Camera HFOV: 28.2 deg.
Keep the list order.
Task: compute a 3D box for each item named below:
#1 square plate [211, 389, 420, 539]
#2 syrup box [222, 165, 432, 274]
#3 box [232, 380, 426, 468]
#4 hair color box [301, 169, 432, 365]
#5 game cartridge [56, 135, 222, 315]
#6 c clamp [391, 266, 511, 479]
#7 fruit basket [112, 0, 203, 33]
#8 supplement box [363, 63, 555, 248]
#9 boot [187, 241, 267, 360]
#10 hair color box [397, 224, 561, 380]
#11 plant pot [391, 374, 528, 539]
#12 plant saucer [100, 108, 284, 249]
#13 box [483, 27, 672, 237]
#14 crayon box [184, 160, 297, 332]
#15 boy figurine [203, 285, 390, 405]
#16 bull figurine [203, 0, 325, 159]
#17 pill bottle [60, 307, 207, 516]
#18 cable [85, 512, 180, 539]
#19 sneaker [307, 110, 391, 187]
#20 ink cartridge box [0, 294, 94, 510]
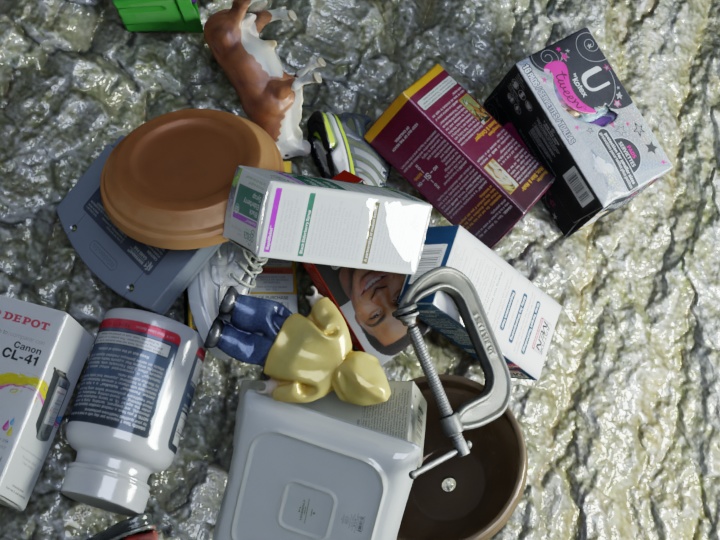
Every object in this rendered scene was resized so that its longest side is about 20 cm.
[{"bbox_3d":[-0.053,0.247,1.511,0.197,0.028,0.201,17,107,11],"label":"square plate"},{"bbox_3d":[-0.034,-0.052,1.483,0.199,0.079,0.082,8,100,-33],"label":"syrup box"},{"bbox_3d":[-0.032,0.167,1.551,0.199,0.068,0.083,0,65,17],"label":"box"},{"bbox_3d":[0.000,0.000,1.603,0.101,0.061,0.200,-36,116,-11],"label":"hair color box"},{"bbox_3d":[-0.245,-0.045,1.564,0.200,0.041,0.133,42,98,32],"label":"game cartridge"},{"bbox_3d":[0.090,0.098,1.503,0.170,0.027,0.201,-15,85,-38],"label":"c clamp"},{"bbox_3d":[-0.205,-0.394,1.665,0.214,0.156,0.217,0,79,1],"label":"fruit basket"},{"bbox_3d":[0.117,-0.132,1.683,0.200,0.086,0.110,45,38,1],"label":"supplement box"},{"bbox_3d":[-0.132,-0.010,1.547,0.073,0.095,0.201,12,65,-57],"label":"boot"},{"bbox_3d":[0.138,0.039,1.628,0.200,0.060,0.100,36,66,-36],"label":"hair color box"},{"bbox_3d":[0.091,0.224,1.579,0.200,0.093,0.202,-7,63,14],"label":"plant pot"},{"bbox_3d":[-0.181,-0.107,1.528,0.199,0.038,0.201,-2,49,2],"label":"plant saucer"},{"bbox_3d":[0.262,-0.166,1.724,0.114,0.132,0.201,-29,83,-19],"label":"box"},{"bbox_3d":[-0.139,-0.024,1.635,0.125,0.052,0.201,1,75,-13],"label":"crayon box"},{"bbox_3d":[-0.057,0.080,1.488,0.199,0.064,0.125,21,89,0],"label":"boy figurine"},{"bbox_3d":[-0.106,-0.227,1.662,0.200,0.121,0.065,55,27,1],"label":"bull figurine"},{"bbox_3d":[-0.246,0.152,1.525,0.119,0.120,0.201,18,71,-8],"label":"pill bottle"},{"bbox_3d":[-0.283,0.304,1.489,0.199,0.097,0.051,-13,59,-17],"label":"cable"},{"bbox_3d":[0.006,-0.100,1.681,0.081,0.074,0.201,-15,82,-22],"label":"sneaker"},{"bbox_3d":[-0.389,0.130,1.495,0.147,0.086,0.201,14,73,15],"label":"ink cartridge box"}]
